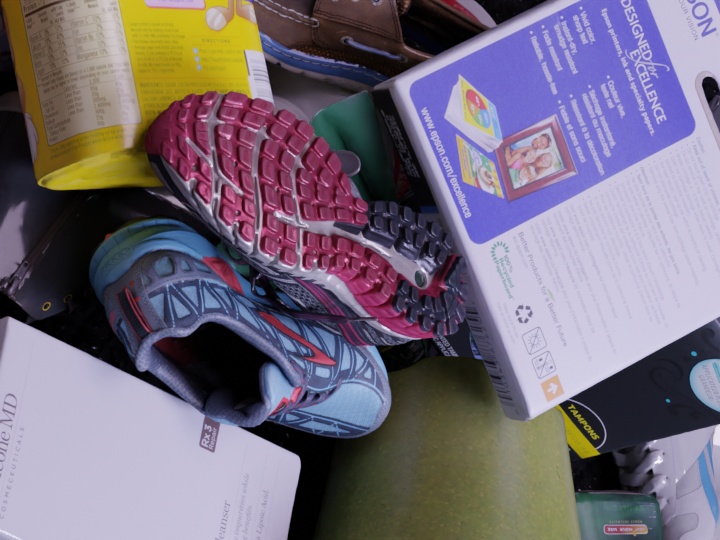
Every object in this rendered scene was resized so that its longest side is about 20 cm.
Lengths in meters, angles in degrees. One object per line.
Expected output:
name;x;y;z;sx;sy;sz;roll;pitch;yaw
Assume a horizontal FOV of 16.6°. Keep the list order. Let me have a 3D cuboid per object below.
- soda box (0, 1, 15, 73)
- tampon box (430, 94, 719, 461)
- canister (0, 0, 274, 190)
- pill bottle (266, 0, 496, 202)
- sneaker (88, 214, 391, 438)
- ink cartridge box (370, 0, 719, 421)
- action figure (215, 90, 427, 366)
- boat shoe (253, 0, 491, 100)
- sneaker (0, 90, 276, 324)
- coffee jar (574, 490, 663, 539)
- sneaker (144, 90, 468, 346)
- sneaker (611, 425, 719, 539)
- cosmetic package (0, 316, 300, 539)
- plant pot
soda box;-0.187;-0.211;1.327;0.063;0.070;0.202;7;72;-43
tampon box;0.160;0.012;1.500;0.150;0.199;0.126;52;47;-17
canister;-0.121;-0.148;1.258;0.148;0.086;0.202;-4;79;-48
pill bottle;-0.005;-0.087;1.436;0.200;0.110;0.111;-32;99;-45
sneaker;-0.058;0.055;1.278;0.199;0.079;0.096;29;27;-36
ink cartridge box;0.130;-0.051;1.340;0.199;0.047;0.199;-27;99;-21
action figure;0.000;0.000;1.368;0.118;0.055;0.200;-43;147;-7
boat shoe;0.004;-0.143;1.353;0.199;0.072;0.073;24;43;-16
sneaker;-0.137;0.001;1.316;0.200;0.075;0.107;36;67;-32
coffee jar;0.142;0.237;1.487;0.104;0.085;0.202;5;73;-43
sneaker;-0.035;-0.014;1.228;0.200;0.074;0.081;37;51;-34
sneaker;0.193;0.127;1.591;0.081;0.076;0.201;32;48;-24
cosmetic package;-0.134;0.117;1.259;0.199;0.081;0.114;28;58;-36
plant pot;0.047;0.157;1.366;0.200;0.200;0.185;33;43;-32
